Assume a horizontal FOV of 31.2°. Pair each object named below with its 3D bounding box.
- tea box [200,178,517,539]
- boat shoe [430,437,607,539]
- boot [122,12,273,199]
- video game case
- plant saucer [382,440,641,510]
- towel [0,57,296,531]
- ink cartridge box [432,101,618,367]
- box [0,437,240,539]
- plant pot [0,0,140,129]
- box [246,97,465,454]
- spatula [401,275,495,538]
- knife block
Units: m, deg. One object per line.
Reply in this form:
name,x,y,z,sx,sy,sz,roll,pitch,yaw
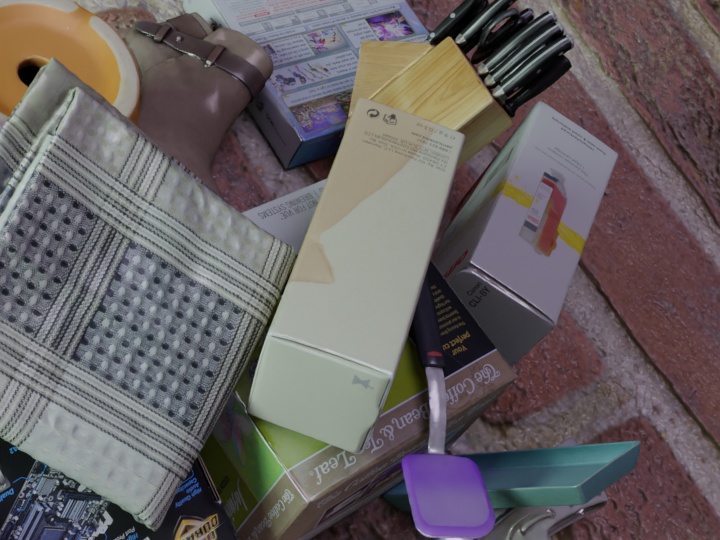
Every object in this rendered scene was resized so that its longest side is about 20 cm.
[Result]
tea box,-0.038,0.065,0.892,0.199,0.134,0.198,-24,70,-37
boat shoe,0.109,0.193,0.927,0.199,0.071,0.070,-25,73,-43
boot,-0.124,-0.125,1.009,0.200,0.071,0.146,42,62,18
video game case,-0.029,-0.195,1.138,0.199,0.046,0.182,-21,69,-37
plant saucer,0.100,0.143,0.880,0.069,0.199,0.019,-25,95,-37
towel,-0.144,0.013,0.714,0.199,0.034,0.194,38,67,-25
ink cartridge box,0.113,-0.011,1.019,0.083,0.145,0.201,33,49,-5
box,-0.188,0.126,0.724,0.199,0.049,0.200,-31,104,-30
plant pot,-0.230,-0.078,0.859,0.198,0.184,0.202,14,52,-18
box,0.000,0.000,0.802,0.077,0.095,0.201,19,50,0
spatula,0.048,0.079,0.825,0.056,0.021,0.202,6,56,-19
knife block,0.079,-0.123,1.025,0.173,0.064,0.203,8,82,25
